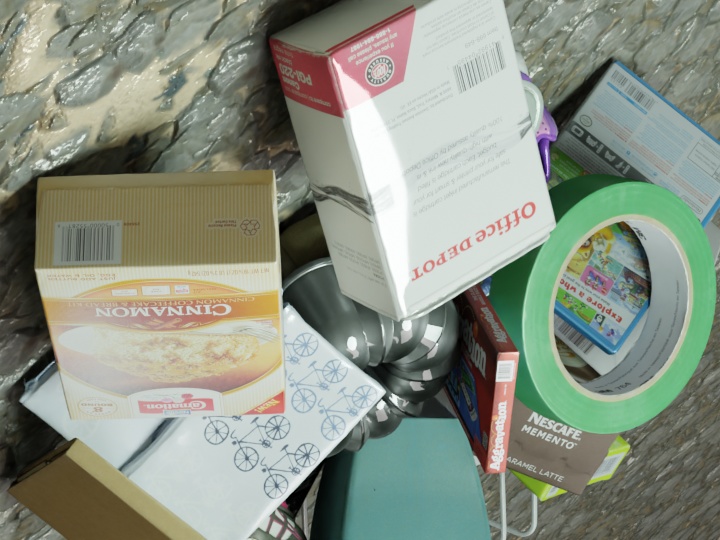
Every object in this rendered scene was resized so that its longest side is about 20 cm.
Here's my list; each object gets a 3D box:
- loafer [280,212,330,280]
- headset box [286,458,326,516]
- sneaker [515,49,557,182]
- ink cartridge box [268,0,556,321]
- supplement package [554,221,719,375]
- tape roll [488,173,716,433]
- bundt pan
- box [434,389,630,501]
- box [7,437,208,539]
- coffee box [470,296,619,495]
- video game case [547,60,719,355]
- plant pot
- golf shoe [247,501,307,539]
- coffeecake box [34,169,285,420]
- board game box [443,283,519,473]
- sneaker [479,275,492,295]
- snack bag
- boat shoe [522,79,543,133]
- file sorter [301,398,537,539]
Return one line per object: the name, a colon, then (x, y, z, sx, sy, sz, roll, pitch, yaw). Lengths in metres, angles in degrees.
loafer: (0.000, 0.000, 1.704, 0.067, 0.076, 0.200, -40, 158, 15)
headset box: (-0.102, 0.158, 1.827, 0.148, 0.077, 0.201, -20, 151, -39)
sneaker: (0.104, -0.078, 1.715, 0.080, 0.089, 0.201, -29, 156, -29)
ink cartridge box: (0.038, -0.089, 1.471, 0.145, 0.085, 0.201, -29, 118, -25)
supplement package: (0.232, -0.005, 1.922, 0.120, 0.121, 0.200, -50, 179, 21)
tape roll: (0.192, 0.026, 1.723, 0.199, 0.048, 0.202, -8, 105, -34)
bundt pan: (-0.007, 0.072, 1.662, 0.201, 0.076, 0.203, -23, 149, -15)
box: (0.137, 0.119, 1.980, 0.121, 0.200, 0.048, -9, 135, -51)
box: (-0.159, 0.204, 1.610, 0.021, 0.200, 0.163, -54, -169, -27)
coffee box: (0.146, 0.089, 1.898, 0.114, 0.201, 0.080, 20, 119, -19)
video game case: (0.208, -0.052, 1.798, 0.201, 0.143, 0.018, -53, -177, -13)
plant pot: (0.032, 0.225, 1.828, 0.140, 0.202, 0.141, 1, 174, -13)
golf shoe: (-0.086, 0.214, 1.749, 0.077, 0.088, 0.200, -41, 155, 7)
coffeecake box: (-0.127, 0.020, 1.442, 0.152, 0.074, 0.201, -2, 149, -1)
board game box: (0.085, 0.063, 1.707, 0.019, 0.200, 0.104, 0, 115, -13)
sneaker: (0.110, -0.010, 1.864, 0.199, 0.075, 0.088, -33, 159, -14)
snack bag: (-0.113, 0.088, 1.566, 0.189, 0.200, 0.021, -45, -165, 8)
boat shoe: (0.037, -0.120, 1.552, 0.199, 0.060, 0.076, 10, 99, -37)
file sorter: (0.055, 0.207, 2.026, 0.199, 0.138, 0.126, -19, 115, -42)
